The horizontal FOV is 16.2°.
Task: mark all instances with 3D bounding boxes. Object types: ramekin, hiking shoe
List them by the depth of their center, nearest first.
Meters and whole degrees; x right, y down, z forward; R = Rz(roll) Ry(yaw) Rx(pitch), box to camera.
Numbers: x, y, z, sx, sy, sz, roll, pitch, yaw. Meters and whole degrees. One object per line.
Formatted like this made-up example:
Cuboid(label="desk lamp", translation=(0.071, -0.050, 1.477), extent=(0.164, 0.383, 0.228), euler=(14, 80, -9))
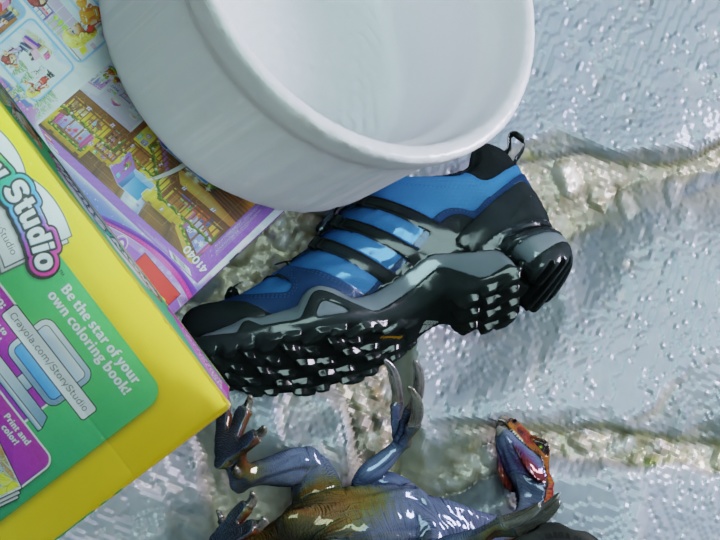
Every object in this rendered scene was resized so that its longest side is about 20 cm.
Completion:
Cuboid(label="ramekin", translation=(-0.024, -0.125, 1.170), extent=(0.200, 0.098, 0.202), euler=(17, 60, -32))
Cuboid(label="hiking shoe", translation=(0.000, 0.000, 1.226), extent=(0.199, 0.075, 0.087), euler=(-16, 64, -15))

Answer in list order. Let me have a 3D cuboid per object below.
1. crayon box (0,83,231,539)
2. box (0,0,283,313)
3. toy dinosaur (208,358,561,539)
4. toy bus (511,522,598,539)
Cuboid(label="crayon box", translation=(-0.185, 0.030, 1.138), extent=(0.172, 0.058, 0.200), euler=(-37, 97, -1))
Cuboid(label="box", translation=(-0.125, -0.081, 1.197), extent=(0.137, 0.039, 0.200), euler=(-43, 99, -17))
Cuboid(label="toy dinosaur", translation=(0.005, 0.112, 1.222), extent=(0.181, 0.200, 0.106), euler=(20, 46, -41))
Cuboid(label="toy bus", translation=(0.050, 0.228, 1.141), extent=(0.199, 0.136, 0.193), euler=(-6, 59, -16))
